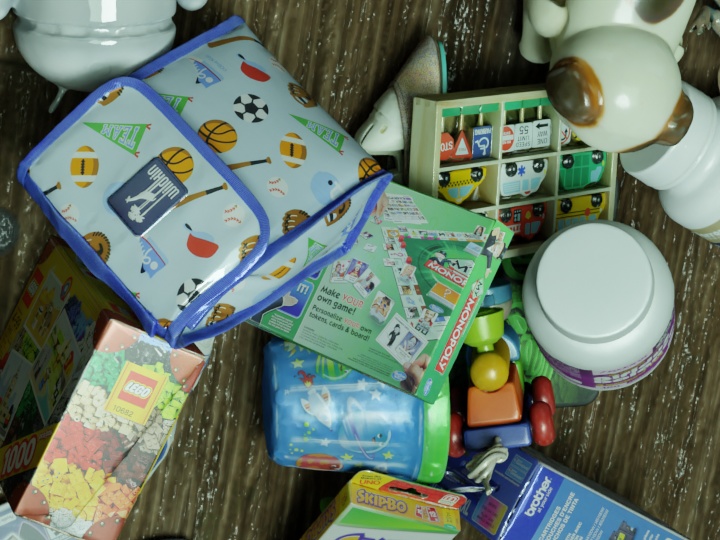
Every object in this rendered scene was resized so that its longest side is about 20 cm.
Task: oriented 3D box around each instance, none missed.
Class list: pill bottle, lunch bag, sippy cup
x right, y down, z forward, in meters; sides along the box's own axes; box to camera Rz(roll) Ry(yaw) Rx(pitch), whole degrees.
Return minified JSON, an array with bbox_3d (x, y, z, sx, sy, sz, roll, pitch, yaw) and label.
[{"bbox_3d":[0.303,-0.068,1.678,0.199,0.111,0.111,27,96,-24],"label":"pill bottle"},{"bbox_3d":[0.178,0.024,1.596,0.112,0.200,0.113,-2,80,9],"label":"pill bottle"},{"bbox_3d":[-0.108,-0.055,1.448,0.200,0.124,0.170,-33,72,-35],"label":"lunch bag"},{"bbox_3d":[-0.007,0.095,1.615,0.129,0.140,0.179,-2,77,-9],"label":"sippy cup"}]

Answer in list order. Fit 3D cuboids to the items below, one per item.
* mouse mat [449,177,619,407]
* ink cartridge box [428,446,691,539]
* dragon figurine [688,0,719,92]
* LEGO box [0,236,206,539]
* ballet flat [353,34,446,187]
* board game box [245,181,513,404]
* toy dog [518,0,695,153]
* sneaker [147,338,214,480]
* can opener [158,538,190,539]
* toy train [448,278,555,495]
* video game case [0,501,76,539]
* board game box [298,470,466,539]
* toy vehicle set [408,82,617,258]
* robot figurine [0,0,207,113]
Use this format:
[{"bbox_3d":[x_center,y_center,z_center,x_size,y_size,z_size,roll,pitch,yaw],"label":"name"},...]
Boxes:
[{"bbox_3d":[0.125,0.017,1.699,0.160,0.008,0.201,-2,108,-19],"label":"mouse mat"},{"bbox_3d":[0.146,0.188,1.686,0.199,0.136,0.077,31,89,-25],"label":"ink cartridge box"},{"bbox_3d":[0.310,-0.174,1.648,0.099,0.201,0.059,15,134,-42],"label":"dragon figurine"},{"bbox_3d":[-0.196,0.081,1.497,0.077,0.200,0.150,24,97,-25],"label":"LEGO box"},{"bbox_3d":[0.029,-0.076,1.605,0.067,0.068,0.201,-3,105,-11],"label":"ballet flat"},{"bbox_3d":[0.000,0.000,1.537,0.029,0.199,0.135,32,82,-51],"label":"board game box"},{"bbox_3d":[0.197,-0.183,1.550,0.139,0.194,0.201,16,80,-32],"label":"toy dog"},{"bbox_3d":[-0.151,0.094,1.579,0.075,0.088,0.201,22,97,-22],"label":"sneaker"},{"bbox_3d":[-0.212,0.264,1.639,0.199,0.053,0.067,-20,80,-13],"label":"can opener"},{"bbox_3d":[0.096,0.080,1.600,0.084,0.200,0.116,-8,102,7],"label":"toy train"},{"bbox_3d":[-0.279,0.278,1.585,0.199,0.023,0.183,-23,88,-12],"label":"video game case"},{"bbox_3d":[-0.004,0.223,1.646,0.095,0.030,0.200,16,133,-23],"label":"board game box"},{"bbox_3d":[0.117,-0.075,1.611,0.199,0.026,0.125,-10,108,-40],"label":"toy vehicle set"},{"bbox_3d":[-0.181,-0.209,1.462,0.169,0.113,0.201,-5,107,-25],"label":"robot figurine"}]
